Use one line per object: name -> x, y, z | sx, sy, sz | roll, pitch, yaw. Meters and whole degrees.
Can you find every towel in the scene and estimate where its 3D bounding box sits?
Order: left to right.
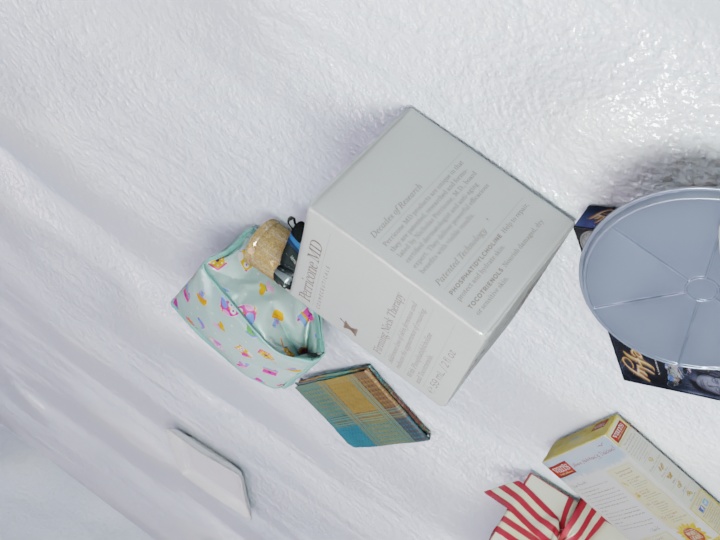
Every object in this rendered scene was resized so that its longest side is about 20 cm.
towel -> 0.002, 0.201, 1.513 | 0.147, 0.022, 0.200 | 49, 148, -14

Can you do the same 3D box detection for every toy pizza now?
toy pizza -> 0.280, 0.006, 0.848 | 0.200, 0.032, 0.200 | 12, 136, 12

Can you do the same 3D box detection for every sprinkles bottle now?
sprinkles bottle -> -0.048, 0.016, 1.277 | 0.200, 0.068, 0.068 | 34, 149, 13

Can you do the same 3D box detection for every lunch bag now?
lunch bag -> -0.137, 0.064, 1.394 | 0.200, 0.122, 0.170 | 48, 149, -1

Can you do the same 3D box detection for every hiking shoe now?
hiking shoe -> 0.000, 0.000, 1.195 | 0.199, 0.087, 0.074 | 14, -179, 6

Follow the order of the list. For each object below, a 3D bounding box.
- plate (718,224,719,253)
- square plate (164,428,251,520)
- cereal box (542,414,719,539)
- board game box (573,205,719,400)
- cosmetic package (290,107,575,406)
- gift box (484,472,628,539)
plate -> 0.380, 0.042, 0.793 | 0.199, 0.032, 0.200 | 1, 133, 23
square plate -> -0.306, 0.415, 2.140 | 0.200, 0.028, 0.198 | 28, 148, 23
cereal box -> 0.323, 0.258, 1.195 | 0.200, 0.040, 0.144 | 42, 150, -1
board game box -> 0.285, 0.033, 0.949 | 0.135, 0.035, 0.200 | 9, 137, 42
cosmetic package -> 0.064, -0.011, 1.015 | 0.200, 0.166, 0.167 | 36, 150, 11
gift box -> 0.222, 0.388, 1.339 | 0.200, 0.185, 0.187 | 27, 150, 12
